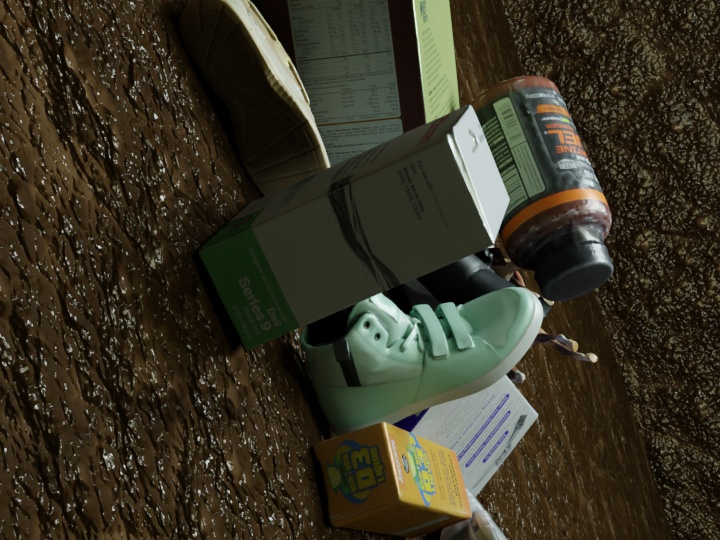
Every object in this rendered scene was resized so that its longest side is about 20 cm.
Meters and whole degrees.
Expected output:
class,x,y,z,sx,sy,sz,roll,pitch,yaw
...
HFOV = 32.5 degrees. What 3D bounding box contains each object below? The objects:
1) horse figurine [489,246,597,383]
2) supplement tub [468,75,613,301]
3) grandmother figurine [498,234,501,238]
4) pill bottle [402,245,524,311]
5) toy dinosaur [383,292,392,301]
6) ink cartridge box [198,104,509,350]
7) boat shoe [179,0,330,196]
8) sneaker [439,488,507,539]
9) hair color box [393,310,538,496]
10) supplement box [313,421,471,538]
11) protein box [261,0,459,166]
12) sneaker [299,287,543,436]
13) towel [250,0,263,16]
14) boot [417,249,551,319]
class,x,y,z,sx,sy,sz,roll,pitch,yaw
horse figurine,0.158,0.040,1.267,0.050,0.131,0.201,-51,127,-29
supplement tub,0.171,-0.075,1.168,0.107,0.106,0.203,39,30,-62
grandmother figurine,0.154,-0.058,1.360,0.198,0.121,0.061,31,61,-9
pill bottle,0.111,0.011,1.378,0.200,0.111,0.114,37,38,-64
toy dinosaur,0.000,0.000,1.153,0.200,0.060,0.108,46,45,-39
ink cartridge box,0.001,-0.035,0.898,0.085,0.198,0.146,64,17,-10
boat shoe,-0.072,-0.139,0.998,0.202,0.073,0.069,64,24,-24
sneaker,0.092,0.258,1.150,0.075,0.082,0.200,52,-3,6
hair color box,0.090,0.132,1.176,0.065,0.110,0.200,36,-7,35
supplement box,0.031,0.177,1.025,0.200,0.068,0.068,31,42,-64
protein box,0.007,-0.192,1.128,0.199,0.133,0.203,-56,141,-68
sneaker,0.048,0.045,0.976,0.074,0.198,0.119,56,-8,52
towel,-0.082,-0.235,1.163,0.200,0.021,0.149,-51,122,-69
boot,0.093,0.001,1.138,0.168,0.076,0.200,47,3,7
